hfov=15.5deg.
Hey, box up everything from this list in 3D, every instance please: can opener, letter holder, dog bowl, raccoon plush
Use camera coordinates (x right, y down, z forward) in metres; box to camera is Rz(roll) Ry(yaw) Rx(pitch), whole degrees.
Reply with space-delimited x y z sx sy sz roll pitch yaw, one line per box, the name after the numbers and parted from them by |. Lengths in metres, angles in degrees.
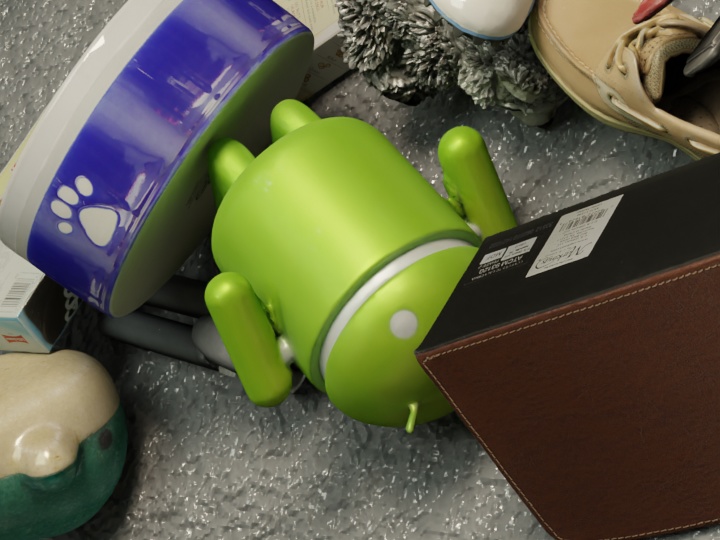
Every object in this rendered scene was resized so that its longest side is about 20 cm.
-0.091 0.029 1.534 0.200 0.066 0.053 13 81 53 | can opener
0.155 0.038 1.261 0.200 0.142 0.101 -20 25 39 | letter holder
-0.113 -0.075 1.483 0.079 0.200 0.200 35 99 6 | dog bowl
0.038 -0.154 1.405 0.097 0.200 0.134 -56 28 -16 | raccoon plush

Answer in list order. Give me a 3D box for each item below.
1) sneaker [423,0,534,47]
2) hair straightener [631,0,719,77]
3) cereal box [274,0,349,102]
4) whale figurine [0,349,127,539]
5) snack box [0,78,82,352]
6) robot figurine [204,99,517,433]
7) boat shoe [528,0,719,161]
0.077 -0.200 1.374 0.073 0.072 0.200 121 169 -52 | sneaker
0.220 -0.157 1.284 0.200 0.077 0.041 -44 3 -26 | hair straightener
-0.028 -0.180 1.590 0.200 0.039 0.144 -31 51 31 | cereal box
-0.219 0.126 1.535 0.159 0.104 0.200 -2 26 39 | whale figurine
-0.186 -0.039 1.634 0.116 0.037 0.200 1 51 46 | snack box
0.000 0.000 1.395 0.175 0.116 0.200 -31 59 -18 | robot figurine
0.157 -0.100 1.307 0.071 0.065 0.200 -47 55 -10 | boat shoe
